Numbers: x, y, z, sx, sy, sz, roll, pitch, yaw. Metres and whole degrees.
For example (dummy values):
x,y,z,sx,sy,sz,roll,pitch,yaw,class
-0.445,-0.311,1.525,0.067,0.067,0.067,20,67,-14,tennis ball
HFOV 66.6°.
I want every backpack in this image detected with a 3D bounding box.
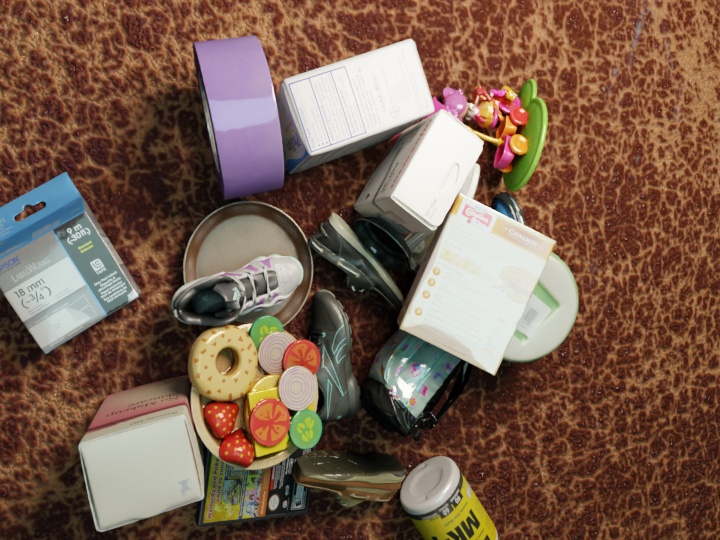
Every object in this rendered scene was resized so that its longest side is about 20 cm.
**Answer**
x,y,z,sx,sy,sz,roll,pitch,yaw,class
0.090,0.152,0.869,0.127,0.166,0.201,45,74,-8,backpack

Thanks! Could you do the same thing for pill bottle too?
x,y,z,sx,sy,sz,roll,pitch,yaw,class
0.160,0.428,0.919,0.113,0.114,0.203,-36,102,-12,pill bottle

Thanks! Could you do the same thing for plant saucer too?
x,y,z,sx,sy,sz,roll,pitch,yaw,class
-0.170,-0.002,0.843,0.194,0.034,0.207,-1,93,-16,plant saucer

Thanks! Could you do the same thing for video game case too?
x,y,z,sx,sy,sz,roll,pitch,yaw,class
-0.152,0.279,0.843,0.176,0.025,0.207,7,90,-31,video game case

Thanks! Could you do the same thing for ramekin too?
x,y,z,sx,sy,sz,roll,pitch,yaw,class
0.247,0.046,0.877,0.193,0.098,0.207,-1,101,-3,ramekin

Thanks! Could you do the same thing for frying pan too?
x,y,z,sx,sy,sz,roll,pitch,yaw,class
0.066,-0.024,0.850,0.188,0.116,0.031,34,72,20,frying pan

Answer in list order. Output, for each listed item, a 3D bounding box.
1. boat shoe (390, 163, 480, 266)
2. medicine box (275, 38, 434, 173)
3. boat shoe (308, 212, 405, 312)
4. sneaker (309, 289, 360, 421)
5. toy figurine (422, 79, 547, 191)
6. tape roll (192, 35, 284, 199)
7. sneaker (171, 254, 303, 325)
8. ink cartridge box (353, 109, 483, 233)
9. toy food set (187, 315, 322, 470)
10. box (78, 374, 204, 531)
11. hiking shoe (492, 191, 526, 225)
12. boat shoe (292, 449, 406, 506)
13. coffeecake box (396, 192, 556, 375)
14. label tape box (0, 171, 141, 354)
x,y,z,sx,sy,sz,roll,pitch,yaw,class
0.125,-0.089,0.889,0.064,0.075,0.205,29,110,-6,boat shoe
-0.021,-0.231,0.800,0.195,0.182,0.106,-22,98,-15,medicine box
0.000,0.000,0.879,0.067,0.072,0.200,-42,112,7,boat shoe
-0.053,0.133,0.849,0.077,0.075,0.206,-10,87,-28,sneaker
0.192,-0.250,0.906,0.178,0.151,0.206,12,67,-7,toy figurine
-0.167,-0.206,0.749,0.083,0.199,0.207,-12,96,-15,tape roll
-0.163,0.033,0.756,0.195,0.140,0.080,-21,98,-14,sneaker
0.080,-0.140,0.825,0.082,0.199,0.149,32,83,-14,ink cartridge box
-0.138,0.168,0.761,0.193,0.048,0.206,-6,81,-35,toy food set
-0.282,0.229,0.731,0.124,0.199,0.113,-12,97,-16,box
0.233,-0.032,0.942,0.084,0.074,0.207,-2,93,-17,hiking shoe
-0.015,0.340,0.876,0.195,0.075,0.076,13,98,-26,boat shoe
0.160,0.017,0.780,0.150,0.073,0.205,25,94,-2,coffeecake box
-0.418,-0.013,0.751,0.142,0.063,0.204,-32,101,-14,label tape box
